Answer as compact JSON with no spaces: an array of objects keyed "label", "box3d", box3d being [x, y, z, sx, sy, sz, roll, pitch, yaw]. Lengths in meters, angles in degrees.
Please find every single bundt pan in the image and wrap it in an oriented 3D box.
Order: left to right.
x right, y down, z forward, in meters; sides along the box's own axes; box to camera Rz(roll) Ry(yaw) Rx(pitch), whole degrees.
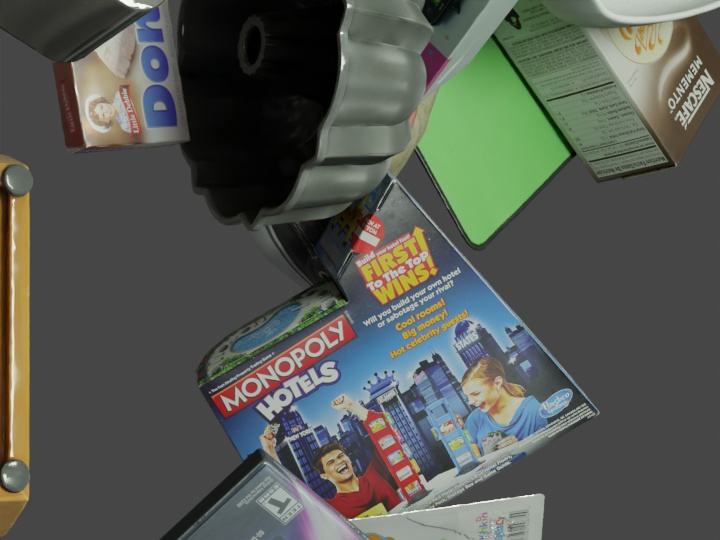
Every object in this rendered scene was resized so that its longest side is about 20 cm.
[{"label":"bundt pan","box3d":[-0.028,-0.121,0.875,0.076,0.202,0.202,2,82,-31]}]

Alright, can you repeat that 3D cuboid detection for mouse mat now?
[{"label":"mouse mat","box3d":[0.097,-0.128,1.128,0.200,0.008,0.161,-43,111,-37]}]

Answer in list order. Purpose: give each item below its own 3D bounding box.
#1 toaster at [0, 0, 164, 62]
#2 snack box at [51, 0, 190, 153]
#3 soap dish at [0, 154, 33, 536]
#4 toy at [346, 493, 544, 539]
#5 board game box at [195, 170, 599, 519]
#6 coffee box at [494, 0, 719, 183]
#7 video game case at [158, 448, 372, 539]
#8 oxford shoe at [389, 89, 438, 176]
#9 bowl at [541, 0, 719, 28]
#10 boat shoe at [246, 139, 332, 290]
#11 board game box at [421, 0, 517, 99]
[{"label":"toaster","box3d":[-0.164,-0.222,0.809,0.181,0.119,0.200,38,65,-22]},{"label":"snack box","box3d":[-0.147,-0.168,0.901,0.072,0.024,0.200,-8,88,-41]},{"label":"soap dish","box3d":[-0.231,0.029,0.756,0.157,0.081,0.200,6,78,-41]},{"label":"toy","box3d":[0.005,0.182,0.921,0.200,0.047,0.115,-3,113,-13]},{"label":"board game box","box3d":[0.010,0.046,0.931,0.200,0.062,0.200,-29,113,-4]},{"label":"coffee box","box3d":[0.170,-0.177,1.142,0.200,0.080,0.114,51,54,-22]},{"label":"video game case","box3d":[-0.038,0.204,0.882,0.143,0.019,0.200,-43,116,7]},{"label":"oxford shoe","box3d":[0.023,-0.134,1.028,0.074,0.071,0.200,90,20,-52]},{"label":"bowl","box3d":[0.166,-0.255,1.051,0.200,0.075,0.200,-18,91,-41]},{"label":"boat shoe","box3d":[0.000,0.000,0.978,0.070,0.066,0.200,-46,113,-37]},{"label":"board game box","box3d":[0.008,-0.218,0.922,0.200,0.148,0.064,47,52,6]}]
